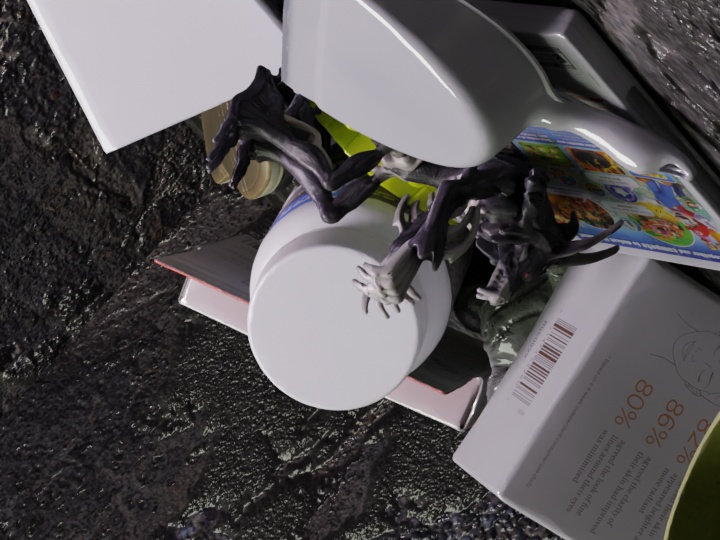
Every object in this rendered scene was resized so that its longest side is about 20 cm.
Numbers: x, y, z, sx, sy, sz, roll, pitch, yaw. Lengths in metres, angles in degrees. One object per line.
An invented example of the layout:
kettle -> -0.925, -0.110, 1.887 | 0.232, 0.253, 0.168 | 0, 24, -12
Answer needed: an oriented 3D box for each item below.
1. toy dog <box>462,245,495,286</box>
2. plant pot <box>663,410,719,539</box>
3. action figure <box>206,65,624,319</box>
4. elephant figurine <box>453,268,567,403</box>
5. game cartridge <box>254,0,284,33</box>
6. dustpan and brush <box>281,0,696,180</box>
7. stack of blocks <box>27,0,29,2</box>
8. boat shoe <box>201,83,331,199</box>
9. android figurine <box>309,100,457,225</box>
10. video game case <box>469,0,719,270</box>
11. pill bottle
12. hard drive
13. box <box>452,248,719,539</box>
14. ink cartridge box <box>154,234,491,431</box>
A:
toy dog -> 0.058, -0.026, 1.871 | 0.194, 0.140, 0.200 | 42, 175, -2
plant pot -> 0.274, 0.143, 1.382 | 0.200, 0.187, 0.187 | 27, -178, -21
action figure -> 0.025, -0.025, 1.490 | 0.200, 0.102, 0.119 | 23, 169, 10
elephant figurine -> 0.115, 0.042, 1.740 | 0.200, 0.155, 0.141 | 22, -176, -35
game cartridge -> -0.024, -0.158, 1.535 | 0.200, 0.038, 0.130 | 47, -151, -55
dustpan and brush -> 0.061, -0.082, 1.389 | 0.200, 0.057, 0.140 | 34, 159, 12
stack of blocks -> -0.134, -0.148, 1.695 | 0.115, 0.059, 0.200 | 50, -175, -1
boat shoe -> -0.049, -0.081, 1.692 | 0.201, 0.066, 0.072 | -171, 68, -80
android figurine -> 0.028, -0.091, 1.694 | 0.182, 0.041, 0.200 | 43, -162, -2
video game case -> 0.103, -0.066, 1.460 | 0.143, 0.018, 0.200 | 11, 154, 47
pill bottle -> 0.000, 0.000, 1.680 | 0.114, 0.114, 0.200 | 43, -161, -6
hard drive -> -0.119, -0.176, 1.551 | 0.200, 0.132, 0.027 | 64, -163, -13
box -> 0.179, 0.097, 1.605 | 0.200, 0.152, 0.106 | 33, 180, -14
ink cartridge box -> -0.018, 0.041, 1.821 | 0.200, 0.044, 0.174 | 24, -167, 13
